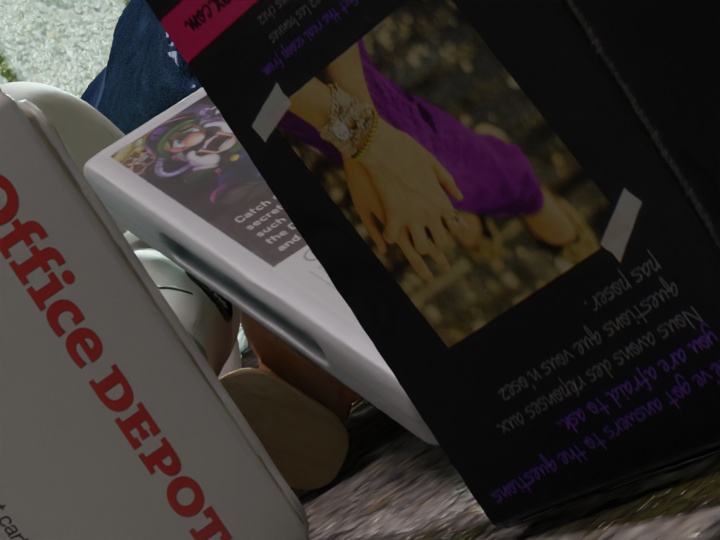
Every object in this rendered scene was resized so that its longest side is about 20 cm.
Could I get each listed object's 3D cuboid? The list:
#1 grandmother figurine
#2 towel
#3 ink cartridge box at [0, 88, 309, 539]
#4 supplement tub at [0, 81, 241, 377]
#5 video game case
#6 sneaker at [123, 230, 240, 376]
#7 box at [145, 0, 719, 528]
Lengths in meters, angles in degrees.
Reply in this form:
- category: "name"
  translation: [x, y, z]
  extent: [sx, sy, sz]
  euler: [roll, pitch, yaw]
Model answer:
- category: "grandmother figurine"
  translation: [0.000, 0.000, 0.910]
  extent: [0.121, 0.061, 0.200]
  euler: [-42, 7, 14]
- category: "towel"
  translation: [-0.084, -0.061, 1.168]
  extent: [0.200, 0.049, 0.112]
  euler: [127, 156, -54]
- category: "ink cartridge box"
  translation: [-0.136, 0.067, 0.753]
  extent: [0.200, 0.144, 0.084]
  euler: [-35, 8, -13]
- category: "supplement tub"
  translation: [-0.157, 0.041, 1.012]
  extent: [0.200, 0.145, 0.145]
  euler: [-31, 8, 20]
- category: "video game case"
  translation: [0.047, -0.045, 0.817]
  extent: [0.200, 0.023, 0.182]
  euler: [-34, 36, -17]
- category: "sneaker"
  translation: [-0.117, 0.070, 0.861]
  extent: [0.200, 0.074, 0.089]
  euler: [-47, 11, 7]
- category: "box"
  translation: [0.040, -0.066, 0.641]
  extent: [0.106, 0.200, 0.122]
  euler: [-26, 11, 46]
